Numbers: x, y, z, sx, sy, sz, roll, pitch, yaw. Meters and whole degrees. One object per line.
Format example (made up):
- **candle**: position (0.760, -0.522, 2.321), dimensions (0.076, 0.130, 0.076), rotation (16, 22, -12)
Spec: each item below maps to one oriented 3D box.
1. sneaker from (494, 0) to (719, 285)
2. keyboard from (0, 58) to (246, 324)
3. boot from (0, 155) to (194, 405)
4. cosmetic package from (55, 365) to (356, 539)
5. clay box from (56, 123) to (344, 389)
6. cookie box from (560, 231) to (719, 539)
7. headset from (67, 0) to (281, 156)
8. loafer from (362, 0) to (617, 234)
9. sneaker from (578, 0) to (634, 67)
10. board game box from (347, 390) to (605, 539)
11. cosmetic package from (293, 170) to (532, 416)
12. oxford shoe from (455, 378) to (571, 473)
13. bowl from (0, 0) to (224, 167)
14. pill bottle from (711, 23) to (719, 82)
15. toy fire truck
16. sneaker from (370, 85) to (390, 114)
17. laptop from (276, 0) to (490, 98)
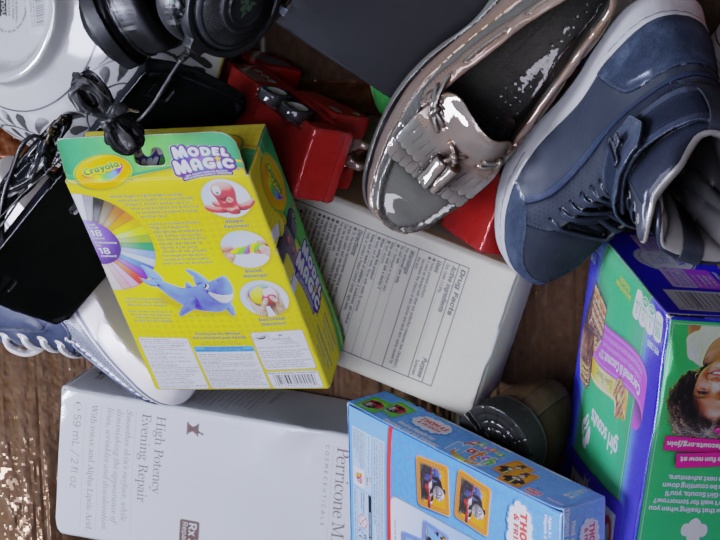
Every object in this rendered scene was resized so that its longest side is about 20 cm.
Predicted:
- **sneaker**: position (0.144, -0.033, 1.614), dimensions (0.077, 0.146, 0.203), rotation (8, 132, -25)
- **keyboard**: position (-0.163, -0.057, 1.729), dimensions (0.200, 0.104, 0.040), rotation (-48, 42, 24)
- **boot**: position (-0.183, 0.028, 1.839), dimensions (0.200, 0.073, 0.090), rotation (51, 120, 22)
- **cosmetic package**: position (-0.085, 0.125, 1.838), dimensions (0.199, 0.074, 0.102), rotation (8, 106, 17)
- **clay box**: position (-0.091, -0.015, 1.694), dimensions (0.114, 0.048, 0.200), rotation (-1, 133, 20)
- **cookie box**: position (0.173, 0.096, 1.688), dimensions (0.075, 0.171, 0.201), rotation (3, 106, -10)
- **headset**: position (-0.111, -0.156, 1.626), dimensions (0.123, 0.094, 0.201), rotation (-4, 58, 32)
- **loafer**: position (0.071, -0.098, 1.634), dimensions (0.072, 0.063, 0.200), rotation (34, 105, -19)
- **sneaker**: position (0.079, -0.203, 1.699), dimensions (0.111, 0.077, 0.200), rotation (-25, 101, 12)
- **board game box**: position (0.065, 0.172, 1.710), dimensions (0.200, 0.036, 0.152), rotation (25, 122, 50)
- **cosmetic package**: position (0.000, 0.000, 1.778), dimensions (0.199, 0.071, 0.106), rotation (23, 111, 11)
- **oxford shoe**: position (0.080, 0.142, 1.790), dimensions (0.073, 0.084, 0.200), rotation (43, 133, 13)
- **bowl**: position (-0.183, -0.154, 1.752), dimensions (0.200, 0.094, 0.202), rotation (2, 94, 37)
- **pill bottle**: position (0.248, -0.107, 1.651), dimensions (0.113, 0.113, 0.200), rotation (36, 112, 6)
- **toy fire truck**: position (-0.005, -0.076, 1.745), dimensions (0.200, 0.141, 0.049), rotation (39, 116, 48)
- **sneaker**: position (-0.007, -0.181, 1.739), dimensions (0.083, 0.074, 0.201), rotation (-20, 86, 22)
- **laptop**: position (0.016, -0.217, 1.679), dimensions (0.177, 0.103, 0.200), rotation (-53, 51, 19)
